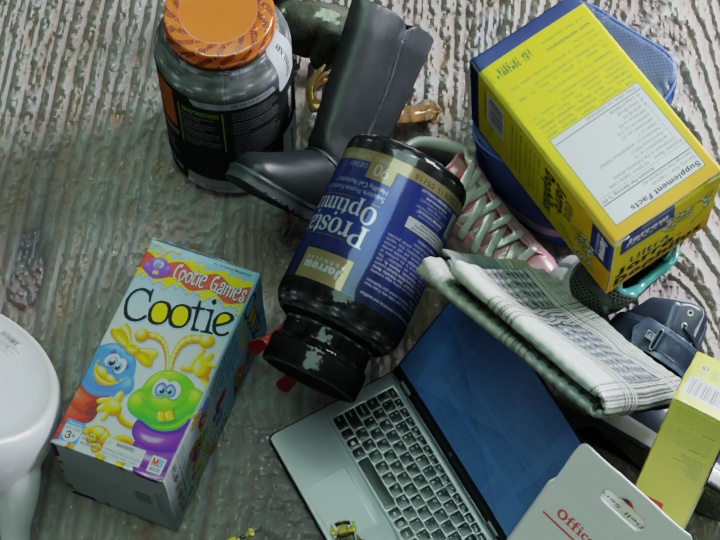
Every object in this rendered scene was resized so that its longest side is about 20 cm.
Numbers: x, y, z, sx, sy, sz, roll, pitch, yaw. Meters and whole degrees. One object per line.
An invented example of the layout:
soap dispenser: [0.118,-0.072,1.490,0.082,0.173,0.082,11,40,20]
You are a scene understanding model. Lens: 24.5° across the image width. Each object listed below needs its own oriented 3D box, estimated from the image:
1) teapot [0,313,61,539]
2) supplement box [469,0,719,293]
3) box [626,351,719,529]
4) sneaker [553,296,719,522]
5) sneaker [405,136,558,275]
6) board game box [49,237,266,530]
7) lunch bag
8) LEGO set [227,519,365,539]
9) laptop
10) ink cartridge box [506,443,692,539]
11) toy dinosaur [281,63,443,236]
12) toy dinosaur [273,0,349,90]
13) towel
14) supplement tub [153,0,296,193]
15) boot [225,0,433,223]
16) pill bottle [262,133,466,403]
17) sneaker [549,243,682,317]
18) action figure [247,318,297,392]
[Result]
teapot: [-0.349,0.127,1.351,0.196,0.147,0.201,11,38,-27]
supplement box: [0.188,-0.103,1.358,0.108,0.110,0.201,-32,70,-8]
box: [0.241,0.165,1.287,0.050,0.201,0.075,26,38,13]
sneaker: [0.279,0.111,1.394,0.201,0.077,0.146,34,69,18]
sneaker: [0.099,-0.040,1.457,0.075,0.105,0.200,-40,67,-8]
board game box: [-0.164,0.094,1.386,0.102,0.105,0.201,18,62,10]
lunch bag: [0.195,-0.133,1.497,0.135,0.133,0.200,36,76,16]
LEGO set: [-0.067,0.266,1.271,0.197,0.116,0.155,-4,63,6]
laptop: [0.051,0.145,1.352,0.198,0.116,0.188,-26,63,-14]
ink cartridge box: [0.167,0.233,1.262,0.117,0.201,0.067,42,25,20]
toy dinosaur: [-0.016,-0.131,1.538,0.199,0.061,0.107,-29,66,-15]
toy dinosaur: [-0.041,-0.222,1.564,0.198,0.103,0.077,25,64,14]
towel: [0.158,0.044,1.307,0.200,0.192,0.035,39,109,26]
supplement tub: [-0.119,-0.169,1.477,0.121,0.201,0.124,0,61,-1]
boot: [-0.025,-0.144,1.454,0.065,0.164,0.202,24,89,35]
pill bottle: [0.000,0.000,1.360,0.111,0.112,0.202,23,78,12]
sneaker: [0.253,-0.023,1.445,0.078,0.091,0.200,51,60,-13]
action figure: [-0.017,0.022,1.452,0.066,0.052,0.200,49,59,-3]
